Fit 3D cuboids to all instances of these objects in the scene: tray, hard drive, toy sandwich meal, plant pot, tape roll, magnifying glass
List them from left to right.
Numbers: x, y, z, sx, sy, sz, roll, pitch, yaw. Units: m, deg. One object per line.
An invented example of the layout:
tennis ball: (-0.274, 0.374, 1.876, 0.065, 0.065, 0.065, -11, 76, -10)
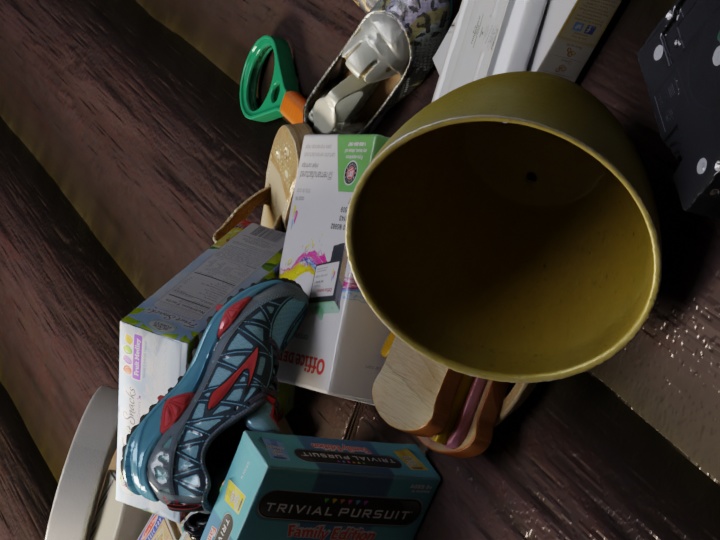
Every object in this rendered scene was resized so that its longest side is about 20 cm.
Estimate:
tape roll: (-0.258, 0.210, 2.124, 0.203, 0.037, 0.203, 16, -90, -88)
magnifying glass: (-0.069, -0.158, 2.013, 0.080, 0.022, 0.200, -71, 24, 15)
toy sandwich meal: (0.071, 0.028, 1.570, 0.205, 0.070, 0.206, -38, 46, 54)
tray: (0.091, -0.167, 1.581, 0.107, 0.022, 0.200, 39, 116, 61)
plant pot: (0.103, -0.049, 1.434, 0.200, 0.200, 0.142, -58, 6, 37)
hard drive: (0.244, -0.145, 1.322, 0.200, 0.038, 0.140, -56, 33, 41)

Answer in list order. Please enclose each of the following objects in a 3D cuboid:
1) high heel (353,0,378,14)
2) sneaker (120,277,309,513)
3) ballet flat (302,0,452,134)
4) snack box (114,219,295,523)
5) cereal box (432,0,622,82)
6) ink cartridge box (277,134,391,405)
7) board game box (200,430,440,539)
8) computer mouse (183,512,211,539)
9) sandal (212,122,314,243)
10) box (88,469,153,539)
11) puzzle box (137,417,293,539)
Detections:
high heel: (0.002, -0.256, 1.888, 0.143, 0.071, 0.200, 99, 156, -62)
sneaker: (-0.085, 0.099, 1.647, 0.095, 0.079, 0.200, 24, 71, 32)
ballet flat: (0.008, -0.159, 1.785, 0.200, 0.072, 0.072, 128, 145, -46)
snack box: (-0.119, 0.077, 1.775, 0.200, 0.068, 0.169, -44, -35, -55)
cereal box: (0.123, -0.184, 1.591, 0.200, 0.039, 0.144, -61, 30, 32)
ink cartridge box: (0.000, 0.000, 1.716, 0.145, 0.084, 0.200, 7, 86, 66)
board game box: (-0.047, 0.217, 1.636, 0.047, 0.151, 0.200, 51, 126, 48)
computer mouse: (-0.076, 0.180, 1.722, 0.044, 0.110, 0.200, 54, 177, 10)
sandal: (-0.091, -0.039, 1.877, 0.212, 0.069, 0.078, 105, 148, -44)
box: (-0.214, 0.291, 2.046, 0.068, 0.082, 0.200, 31, 106, 64)
puzzle box: (-0.124, 0.198, 1.922, 0.200, 0.025, 0.133, -59, 30, 17)
